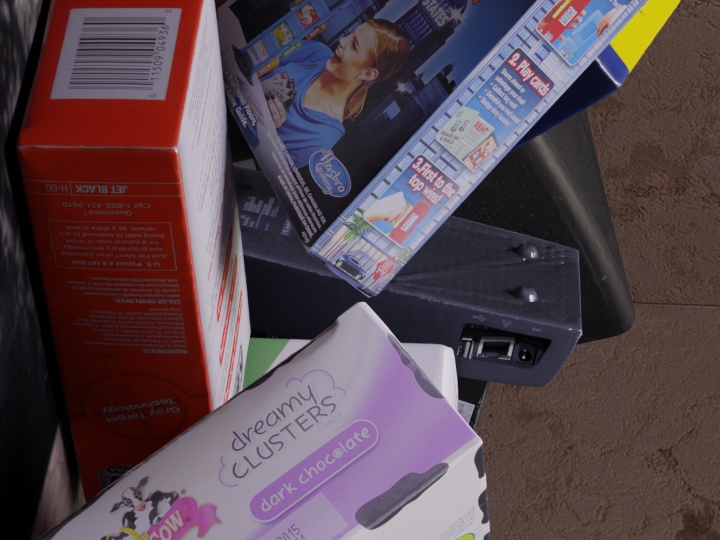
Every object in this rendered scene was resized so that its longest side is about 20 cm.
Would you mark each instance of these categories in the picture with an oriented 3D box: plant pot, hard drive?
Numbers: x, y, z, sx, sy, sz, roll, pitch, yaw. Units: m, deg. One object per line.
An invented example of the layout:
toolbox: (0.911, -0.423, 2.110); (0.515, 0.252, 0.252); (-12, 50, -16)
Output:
plant pot: (0.036, -0.068, 1.454); (0.177, 0.199, 0.200); (69, 10, -56)
hard drive: (0.000, 0.000, 1.144); (0.135, 0.200, 0.042); (-77, -179, -72)

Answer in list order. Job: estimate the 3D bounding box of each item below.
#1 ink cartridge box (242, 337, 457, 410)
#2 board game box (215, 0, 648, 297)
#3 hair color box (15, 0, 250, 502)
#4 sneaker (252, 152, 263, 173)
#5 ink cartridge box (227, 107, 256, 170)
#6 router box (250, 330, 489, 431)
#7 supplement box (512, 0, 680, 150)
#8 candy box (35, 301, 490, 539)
ink cartridge box: (-0.035, 0.135, 1.061); (0.084, 0.145, 0.200); (79, 13, -67)
board game box: (0.029, -0.129, 0.980); (0.062, 0.200, 0.200); (36, 22, -58)
hair color box: (-0.082, -0.009, 0.956); (0.200, 0.061, 0.102); (86, 7, -46)
sneaker: (-0.010, -0.074, 1.225); (0.200, 0.085, 0.074); (60, 21, -9)
ink cartridge box: (0.011, -0.108, 1.299); (0.044, 0.200, 0.094); (19, 69, -45)
router box: (-0.008, 0.040, 1.275); (0.200, 0.150, 0.062); (-61, 168, -80)
supplement box: (0.079, -0.147, 1.134); (0.110, 0.109, 0.200); (52, 39, -11)
candy box: (-0.037, 0.123, 0.908); (0.072, 0.168, 0.200); (49, -13, 23)
